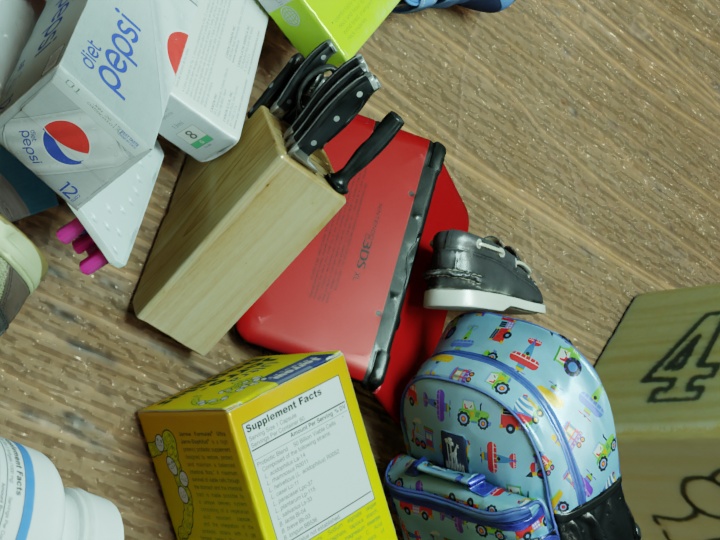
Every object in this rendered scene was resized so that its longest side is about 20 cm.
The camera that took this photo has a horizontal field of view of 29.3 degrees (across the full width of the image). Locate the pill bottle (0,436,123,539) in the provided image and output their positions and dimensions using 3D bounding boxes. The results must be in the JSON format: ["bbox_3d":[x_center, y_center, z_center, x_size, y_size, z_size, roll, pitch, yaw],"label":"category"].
[{"bbox_3d":[-0.237,0.142,0.776,0.199,0.111,0.114,29,66,-36],"label":"pill bottle"}]

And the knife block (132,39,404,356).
[{"bbox_3d":[-0.055,-0.051,0.923,0.064,0.174,0.202,33,64,-33],"label":"knife block"}]

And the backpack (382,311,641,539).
[{"bbox_3d":[0.103,0.141,1.020,0.134,0.181,0.202,-30,120,-35],"label":"backpack"}]

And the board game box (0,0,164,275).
[{"bbox_3d":[-0.194,-0.114,0.828,0.201,0.026,0.200,57,12,-21],"label":"board game box"}]

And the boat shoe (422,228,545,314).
[{"bbox_3d":[0.100,0.003,1.092,0.199,0.073,0.061,7,85,-64],"label":"boat shoe"}]

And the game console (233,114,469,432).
[{"bbox_3d":[0.000,0.000,1.072,0.170,0.119,0.202,19,69,-6],"label":"game console"}]

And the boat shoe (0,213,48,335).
[{"bbox_3d":[-0.252,-0.031,0.725,0.199,0.073,0.065,39,56,-31],"label":"boat shoe"}]

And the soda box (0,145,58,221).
[{"bbox_3d":[-0.279,-0.039,0.794,0.199,0.064,0.069,-23,100,-41],"label":"soda box"}]

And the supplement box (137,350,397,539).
[{"bbox_3d":[-0.054,0.169,0.939,0.108,0.109,0.203,-23,100,-41],"label":"supplement box"}]

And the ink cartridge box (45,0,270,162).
[{"bbox_3d":[-0.151,-0.192,0.922,0.199,0.050,0.163,34,50,-30],"label":"ink cartridge box"}]

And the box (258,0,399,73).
[{"bbox_3d":[-0.050,-0.255,0.976,0.201,0.047,0.122,50,55,-19],"label":"box"}]

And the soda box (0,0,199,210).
[{"bbox_3d":[-0.143,-0.127,0.778,0.068,0.063,0.201,43,30,-25],"label":"soda box"}]

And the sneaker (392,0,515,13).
[{"bbox_3d":[0.043,-0.238,1.110,0.198,0.074,0.083,16,76,-32],"label":"sneaker"}]

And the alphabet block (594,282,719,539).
[{"bbox_3d":[0.332,0.140,1.231,0.196,0.199,0.197,52,54,-24],"label":"alphabet block"}]
